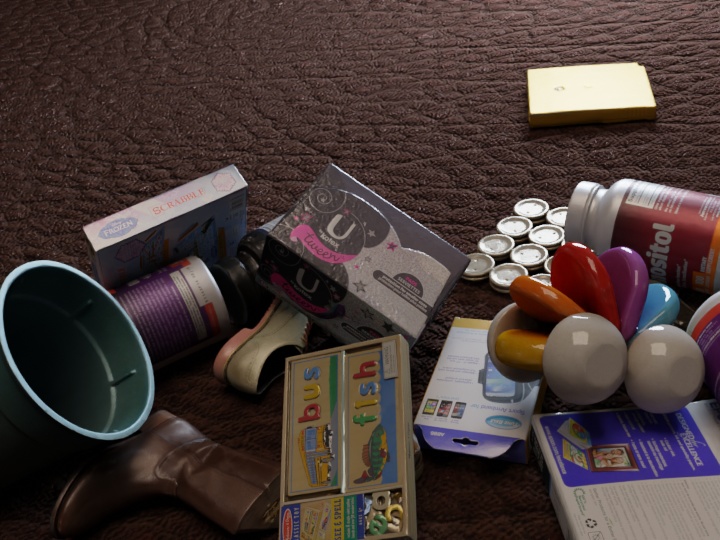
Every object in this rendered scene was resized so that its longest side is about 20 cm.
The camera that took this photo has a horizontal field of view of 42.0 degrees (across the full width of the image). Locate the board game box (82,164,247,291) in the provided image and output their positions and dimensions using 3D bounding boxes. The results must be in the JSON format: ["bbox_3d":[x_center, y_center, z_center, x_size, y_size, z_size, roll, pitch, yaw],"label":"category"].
[{"bbox_3d":[-0.239,-0.024,1.184,0.198,0.201,0.041,-26,65,-23],"label":"board game box"}]

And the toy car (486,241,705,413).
[{"bbox_3d":[0.229,0.049,0.914,0.198,0.152,0.175,9,1,-20],"label":"toy car"}]

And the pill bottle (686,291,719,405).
[{"bbox_3d":[0.386,0.109,0.854,0.111,0.113,0.201,-12,39,-3],"label":"pill bottle"}]

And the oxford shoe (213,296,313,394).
[{"bbox_3d":[-0.081,0.076,1.117,0.073,0.071,0.200,24,57,33],"label":"oxford shoe"}]

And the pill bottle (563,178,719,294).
[{"bbox_3d":[0.352,-0.046,1.124,0.198,0.114,0.113,15,41,29],"label":"pill bottle"}]

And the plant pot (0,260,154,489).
[{"bbox_3d":[-0.353,0.126,0.974,0.195,0.200,0.201,-33,28,22],"label":"plant pot"}]

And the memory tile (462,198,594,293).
[{"bbox_3d":[0.231,-0.028,1.223,0.152,0.017,0.200,18,43,35],"label":"memory tile"}]

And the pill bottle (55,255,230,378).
[{"bbox_3d":[-0.267,0.069,1.128,0.199,0.112,0.111,-25,37,-21],"label":"pill bottle"}]

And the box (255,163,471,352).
[{"bbox_3d":[0.000,0.000,1.066,0.199,0.115,0.132,34,58,7],"label":"box"}]

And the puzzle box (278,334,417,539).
[{"bbox_3d":[-0.014,0.167,0.904,0.132,0.025,0.202,-14,57,20],"label":"puzzle box"}]

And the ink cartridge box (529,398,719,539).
[{"bbox_3d":[0.274,0.203,0.851,0.198,0.044,0.199,-5,35,-4],"label":"ink cartridge box"}]

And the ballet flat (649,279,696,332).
[{"bbox_3d":[0.364,0.080,1.017,0.067,0.047,0.200,-26,42,-17],"label":"ballet flat"}]

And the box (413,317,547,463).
[{"bbox_3d":[0.134,0.131,1.002,0.118,0.042,0.201,5,40,21],"label":"box"}]

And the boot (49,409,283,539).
[{"bbox_3d":[-0.179,0.230,0.928,0.199,0.065,0.186,20,46,29],"label":"boot"}]

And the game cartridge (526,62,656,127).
[{"bbox_3d":[0.377,-0.291,1.555,0.198,0.033,0.177,-1,35,10],"label":"game cartridge"}]

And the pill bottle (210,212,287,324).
[{"bbox_3d":[-0.087,-0.015,1.203,0.199,0.113,0.112,-31,39,-27],"label":"pill bottle"}]

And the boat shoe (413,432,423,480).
[{"bbox_3d":[0.007,0.138,0.996,0.074,0.069,0.200,-23,36,-18],"label":"boat shoe"}]

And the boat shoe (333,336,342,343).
[{"bbox_3d":[0.043,0.020,1.167,0.199,0.057,0.068,-32,40,-28],"label":"boat shoe"}]
